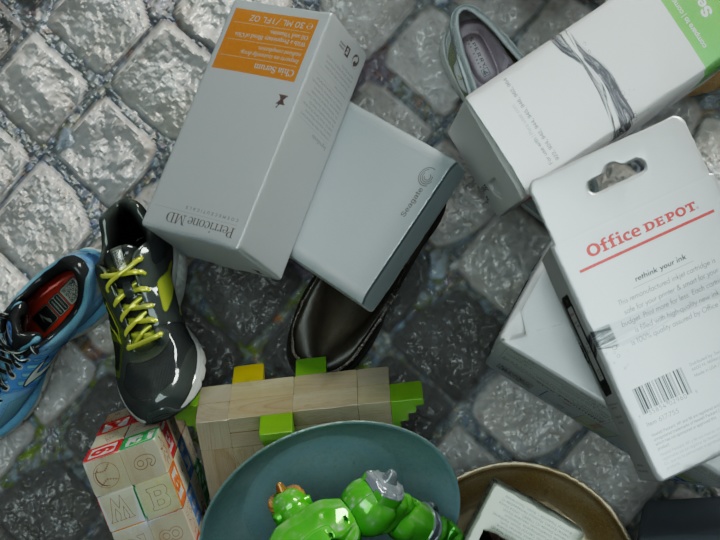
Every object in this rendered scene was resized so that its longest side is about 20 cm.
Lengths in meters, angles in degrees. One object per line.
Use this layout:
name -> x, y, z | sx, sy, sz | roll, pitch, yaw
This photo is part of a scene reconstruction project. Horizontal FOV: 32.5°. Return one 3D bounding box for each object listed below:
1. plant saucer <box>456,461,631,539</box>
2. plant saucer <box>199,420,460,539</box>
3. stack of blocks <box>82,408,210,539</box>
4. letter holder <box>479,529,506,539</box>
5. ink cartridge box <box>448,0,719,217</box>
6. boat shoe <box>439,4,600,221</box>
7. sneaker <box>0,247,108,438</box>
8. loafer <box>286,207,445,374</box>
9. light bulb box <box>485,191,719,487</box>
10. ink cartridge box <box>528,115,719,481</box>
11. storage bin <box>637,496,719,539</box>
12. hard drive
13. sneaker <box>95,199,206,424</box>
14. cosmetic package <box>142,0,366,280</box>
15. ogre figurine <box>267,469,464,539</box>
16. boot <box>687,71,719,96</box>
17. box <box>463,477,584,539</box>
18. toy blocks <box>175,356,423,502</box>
plant saucer -> 0.124, 0.255, 0.988 | 0.196, 0.035, 0.204 | 0, 84, 3
plant saucer -> -0.025, 0.180, 0.923 | 0.198, 0.039, 0.204 | -8, 125, -12
stack of blocks -> -0.145, 0.212, 0.968 | 0.058, 0.115, 0.203 | -18, 101, 2
letter holder -> 0.106, 0.307, 0.848 | 0.141, 0.101, 0.202 | 27, 86, 4
ink cartridge box -> 0.170, -0.133, 0.917 | 0.198, 0.146, 0.085 | -33, 87, -3
boat shoe -> 0.130, -0.125, 1.016 | 0.074, 0.065, 0.204 | -29, 83, 0
sneaker -> -0.282, 0.057, 1.007 | 0.078, 0.090, 0.201 | 38, 88, 7
loafer -> 0.000, 0.000, 1.006 | 0.072, 0.071, 0.202 | 29, 86, 6
light bulb box -> 0.207, 0.059, 0.923 | 0.197, 0.200, 0.126 | 31, 84, 6
ink cartridge box -> 0.193, 0.019, 0.794 | 0.115, 0.068, 0.203 | -23, 82, -1
storage bin -> 0.279, 0.257, 0.929 | 0.132, 0.145, 0.204 | -1, 102, 17
hard drive -> -0.029, -0.071, 0.998 | 0.199, 0.027, 0.133 | 33, 86, 32
sneaker -> -0.176, 0.029, 0.968 | 0.074, 0.085, 0.202 | -24, 48, 7
cosmetic package -> -0.082, -0.106, 0.981 | 0.100, 0.071, 0.203 | 13, 77, 30
ogre figurine -> -0.021, 0.209, 0.860 | 0.197, 0.121, 0.099 | -17, 41, -1
boot -> 0.313, -0.197, 1.020 | 0.197, 0.074, 0.077 | -17, 97, 8
box -> 0.089, 0.265, 0.936 | 0.081, 0.068, 0.202 | 29, 87, 6
toy blocks -> -0.044, 0.155, 0.974 | 0.196, 0.100, 0.139 | -7, 117, 2
